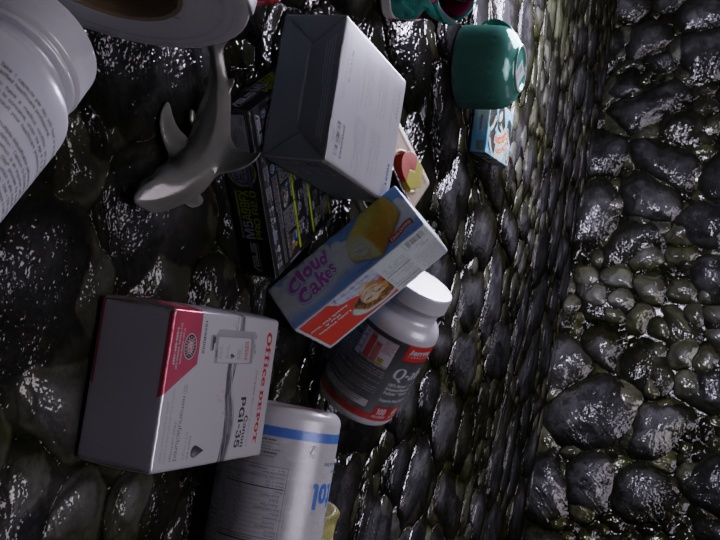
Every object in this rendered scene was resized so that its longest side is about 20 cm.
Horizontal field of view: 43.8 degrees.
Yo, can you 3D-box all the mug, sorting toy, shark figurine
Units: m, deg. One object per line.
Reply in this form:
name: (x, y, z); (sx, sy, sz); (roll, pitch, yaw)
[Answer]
mug: (0.246, -0.392, 1.664); (0.152, 0.114, 0.187); (9, 89, -67)
sorting toy: (0.031, -0.152, 1.243); (0.186, 0.036, 0.200); (60, 37, -25)
shark figurine: (-0.134, -0.138, 0.857); (0.128, 0.089, 0.216); (45, 57, -64)

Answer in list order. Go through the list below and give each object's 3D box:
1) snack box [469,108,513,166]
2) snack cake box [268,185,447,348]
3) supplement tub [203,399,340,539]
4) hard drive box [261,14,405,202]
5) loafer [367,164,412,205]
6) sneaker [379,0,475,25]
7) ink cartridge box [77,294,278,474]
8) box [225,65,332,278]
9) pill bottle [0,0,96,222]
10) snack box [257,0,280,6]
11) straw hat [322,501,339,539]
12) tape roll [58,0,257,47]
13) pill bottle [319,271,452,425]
snack box: (0.275, -0.289, 1.866); (0.200, 0.037, 0.117); (5, 92, -68)
snack cake box: (0.000, 0.000, 1.096); (0.200, 0.067, 0.115); (-39, 157, 6)
supplement tub: (-0.100, 0.249, 0.994); (0.132, 0.131, 0.202); (24, 74, -67)
hard drive box: (-0.023, -0.175, 1.009); (0.200, 0.076, 0.157); (24, 74, -67)
loafer: (0.032, -0.115, 1.160); (0.072, 0.063, 0.201); (-48, 120, -43)
sneaker: (0.118, -0.412, 1.338); (0.200, 0.120, 0.084); (-40, 132, -59)
ink cartridge box: (-0.164, 0.106, 0.855); (0.200, 0.082, 0.148); (15, 82, -67)
box: (-0.092, -0.116, 1.018); (0.160, 0.044, 0.201); (-54, 144, -51)
pill bottle: (-0.252, -0.083, 0.547); (0.114, 0.113, 0.201); (72, 33, -46)
snack box: (-0.110, -0.359, 0.820); (0.143, 0.053, 0.201); (66, 18, -50)
straw hat: (-0.071, 0.324, 1.142); (0.201, 0.084, 0.203); (8, 90, -68)
tape roll: (-0.158, -0.260, 0.611); (0.203, 0.201, 0.140); (36, 64, -65)
pill bottle: (0.035, 0.098, 1.205); (0.201, 0.115, 0.116); (-62, 164, 20)
